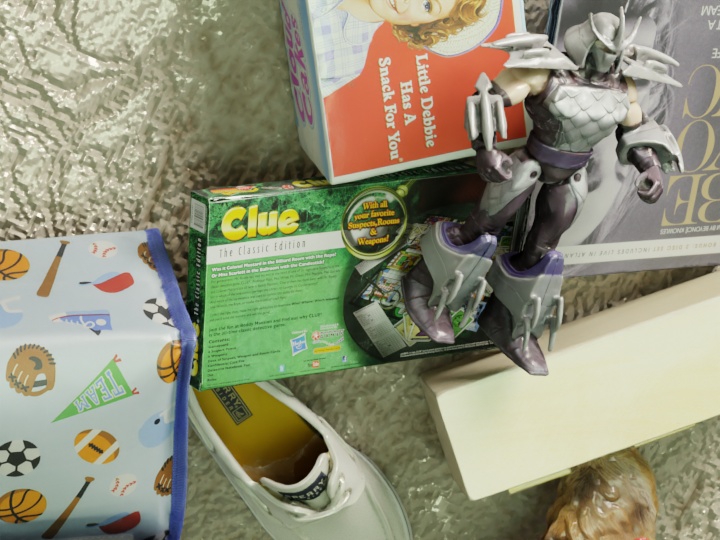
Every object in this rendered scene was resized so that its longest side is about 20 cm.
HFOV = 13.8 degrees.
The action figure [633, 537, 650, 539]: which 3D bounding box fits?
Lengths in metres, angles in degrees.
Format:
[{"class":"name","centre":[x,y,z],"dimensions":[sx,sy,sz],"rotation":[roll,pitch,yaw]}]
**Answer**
[{"class":"action figure","centre":[0.106,0.234,1.618],"dimensions":[0.065,0.099,0.200],"rotation":[27,109,-27]}]

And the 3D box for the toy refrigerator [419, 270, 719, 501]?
[{"class":"toy refrigerator","centre":[0.140,0.061,1.619],"dimensions":[0.200,0.076,0.070],"rotation":[-19,98,-4]}]

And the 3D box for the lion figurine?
[{"class":"lion figurine","centre":[0.091,0.183,1.669],"dimensions":[0.200,0.072,0.123],"rotation":[-36,130,-7]}]

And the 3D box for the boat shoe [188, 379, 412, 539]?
[{"class":"boat shoe","centre":[-0.035,0.108,1.608],"dimensions":[0.071,0.070,0.200],"rotation":[-36,116,1]}]

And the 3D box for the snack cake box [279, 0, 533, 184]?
[{"class":"snack cake box","centre":[0.019,-0.155,1.517],"dimensions":[0.115,0.067,0.200],"rotation":[-13,115,-12]}]

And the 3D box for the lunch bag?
[{"class":"lunch bag","centre":[-0.177,0.093,1.541],"dimensions":[0.170,0.124,0.200],"rotation":[-2,127,-14]}]

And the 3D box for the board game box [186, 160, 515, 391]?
[{"class":"board game box","centre":[0.000,0.000,1.565],"dimensions":[0.200,0.023,0.105],"rotation":[-6,111,-32]}]

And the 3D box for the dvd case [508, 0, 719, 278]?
[{"class":"dvd case","centre":[0.156,-0.093,1.586],"dimensions":[0.149,0.016,0.200],"rotation":[-4,114,-32]}]

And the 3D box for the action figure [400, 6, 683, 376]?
[{"class":"action figure","centre":[0.096,-0.048,1.511],"dimensions":[0.130,0.069,0.200],"rotation":[11,120,-23]}]
